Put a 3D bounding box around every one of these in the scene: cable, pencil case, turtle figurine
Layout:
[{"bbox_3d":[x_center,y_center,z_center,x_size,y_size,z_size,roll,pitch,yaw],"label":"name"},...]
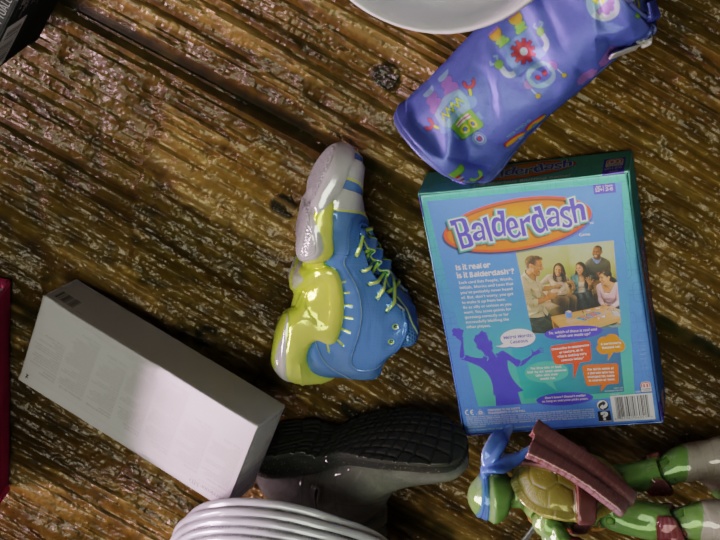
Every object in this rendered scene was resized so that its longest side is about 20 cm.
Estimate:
[{"bbox_3d":[-0.054,0.244,1.299,0.200,0.069,0.200,28,146,-20],"label":"cable"},{"bbox_3d":[0.115,-0.139,1.149,0.200,0.078,0.087,-42,78,26],"label":"pencil case"},{"bbox_3d":[0.179,0.198,1.257,0.193,0.144,0.200,-7,93,1],"label":"turtle figurine"}]

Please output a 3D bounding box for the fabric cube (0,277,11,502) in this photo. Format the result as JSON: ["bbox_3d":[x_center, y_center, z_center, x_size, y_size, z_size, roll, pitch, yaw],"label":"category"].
[{"bbox_3d":[-0.395,0.118,1.311,0.200,0.196,0.200,10,118,6],"label":"fabric cube"}]

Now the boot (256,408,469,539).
[{"bbox_3d":[0.010,0.180,1.323,0.200,0.068,0.131,-5,118,31],"label":"boot"}]

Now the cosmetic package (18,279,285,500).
[{"bbox_3d":[-0.162,0.093,1.305,0.200,0.051,0.083,30,116,14],"label":"cosmetic package"}]

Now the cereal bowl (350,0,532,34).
[{"bbox_3d":[0.059,-0.258,1.097,0.200,0.083,0.201,5,108,16],"label":"cereal bowl"}]

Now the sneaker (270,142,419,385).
[{"bbox_3d":[0.000,0.000,1.250,0.105,0.076,0.200,11,124,-6],"label":"sneaker"}]

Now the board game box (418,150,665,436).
[{"bbox_3d":[0.134,0.019,1.236,0.152,0.045,0.200,-5,114,15],"label":"board game box"}]

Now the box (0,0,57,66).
[{"bbox_3d":[-0.297,-0.251,1.160,0.200,0.124,0.149,32,115,-3],"label":"box"}]
